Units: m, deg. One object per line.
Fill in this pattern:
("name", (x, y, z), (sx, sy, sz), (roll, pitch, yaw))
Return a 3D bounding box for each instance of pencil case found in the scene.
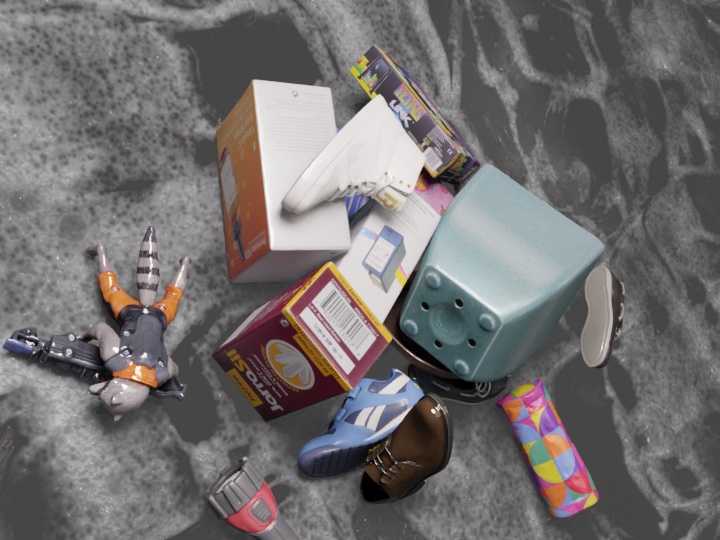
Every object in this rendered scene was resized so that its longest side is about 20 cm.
("pencil case", (0.079, -0.113, 1.116), (0.200, 0.086, 0.089), (43, 51, -25))
("pencil case", (0.277, 0.266, 1.130), (0.087, 0.088, 0.204), (-24, 89, -40))

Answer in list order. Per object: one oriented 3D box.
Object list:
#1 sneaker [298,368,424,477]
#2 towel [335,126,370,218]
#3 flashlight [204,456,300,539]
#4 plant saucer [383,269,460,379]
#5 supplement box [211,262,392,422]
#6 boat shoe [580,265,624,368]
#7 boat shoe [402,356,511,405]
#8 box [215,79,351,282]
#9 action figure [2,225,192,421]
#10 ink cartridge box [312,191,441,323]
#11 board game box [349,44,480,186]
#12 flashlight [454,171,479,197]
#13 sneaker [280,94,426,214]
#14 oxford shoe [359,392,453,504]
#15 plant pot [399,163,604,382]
("sneaker", (-0.002, 0.190, 0.955), (0.197, 0.075, 0.083), (-21, 62, -32))
("towel", (-0.051, -0.151, 1.088), (0.198, 0.024, 0.148), (32, 56, -23))
("flashlight", (-0.091, 0.306, 0.848), (0.202, 0.067, 0.068), (55, 16, -11))
("plant saucer", (0.107, 0.079, 1.060), (0.195, 0.035, 0.203), (17, 37, -13))
("supplement box", (-0.072, 0.087, 0.859), (0.111, 0.199, 0.086), (50, 51, -7))
("boat shoe", (0.426, 0.087, 1.323), (0.059, 0.074, 0.203), (29, 48, -18))
("boat shoe", (0.151, 0.148, 1.092), (0.196, 0.061, 0.077), (12, 63, -34))
("box", (-0.100, -0.102, 0.933), (0.104, 0.152, 0.206), (-1, 75, -29))
("action figure", (-0.258, 0.056, 0.798), (0.196, 0.104, 0.198), (15, 54, -34))
("ink cartridge box", (0.000, 0.000, 0.973), (0.087, 0.145, 0.202), (40, 56, -10))
("board game box", (0.085, -0.223, 1.123), (0.202, 0.056, 0.165), (53, 17, 10))
("flashlight", (0.187, -0.049, 1.195), (0.066, 0.068, 0.206), (2, 74, -22))
("sneaker", (0.004, -0.103, 0.862), (0.116, 0.073, 0.201), (47, 56, -8))
("oxford shoe", (0.051, 0.223, 0.904), (0.083, 0.203, 0.073), (-13, 51, -35))
("plant pot", (0.158, 0.025, 0.977), (0.194, 0.199, 0.199), (36, 42, 16))
